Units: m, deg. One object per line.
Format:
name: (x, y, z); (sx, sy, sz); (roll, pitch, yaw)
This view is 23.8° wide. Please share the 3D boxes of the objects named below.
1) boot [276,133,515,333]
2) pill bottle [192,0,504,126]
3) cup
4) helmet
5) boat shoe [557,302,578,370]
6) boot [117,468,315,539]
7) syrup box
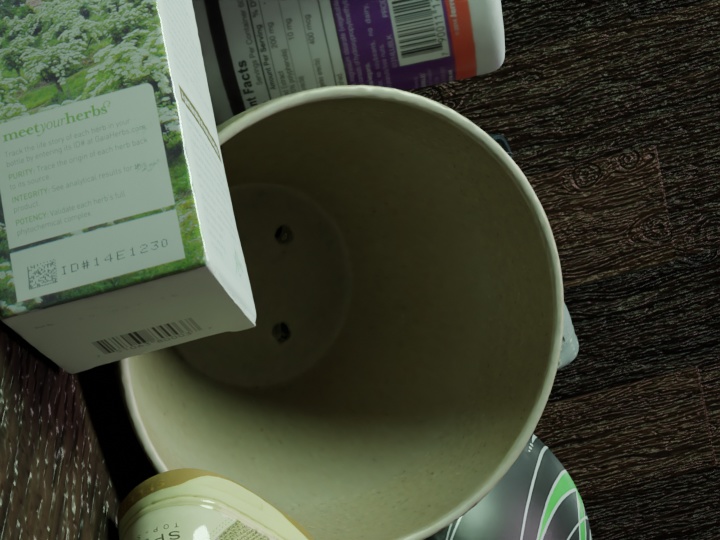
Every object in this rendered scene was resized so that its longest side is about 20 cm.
boot: (0.000, 0.000, 0.908); (0.076, 0.167, 0.201); (-53, 153, -46)
pill bottle: (-0.037, -0.131, 0.823); (0.111, 0.199, 0.112); (-11, 90, -89)
cup: (-0.029, 0.016, 0.774); (0.143, 0.199, 0.201); (18, -55, 67)
helmet: (0.030, 0.156, 0.870); (0.200, 0.199, 0.192); (69, 25, -56)
boat shoe: (0.029, 0.067, 0.956); (0.072, 0.200, 0.070); (57, 17, -23)
boot: (-0.012, 0.181, 0.659); (0.200, 0.073, 0.156); (37, 27, -29)
syrup box: (-0.102, -0.073, 0.647); (0.081, 0.078, 0.201); (61, 15, -70)
